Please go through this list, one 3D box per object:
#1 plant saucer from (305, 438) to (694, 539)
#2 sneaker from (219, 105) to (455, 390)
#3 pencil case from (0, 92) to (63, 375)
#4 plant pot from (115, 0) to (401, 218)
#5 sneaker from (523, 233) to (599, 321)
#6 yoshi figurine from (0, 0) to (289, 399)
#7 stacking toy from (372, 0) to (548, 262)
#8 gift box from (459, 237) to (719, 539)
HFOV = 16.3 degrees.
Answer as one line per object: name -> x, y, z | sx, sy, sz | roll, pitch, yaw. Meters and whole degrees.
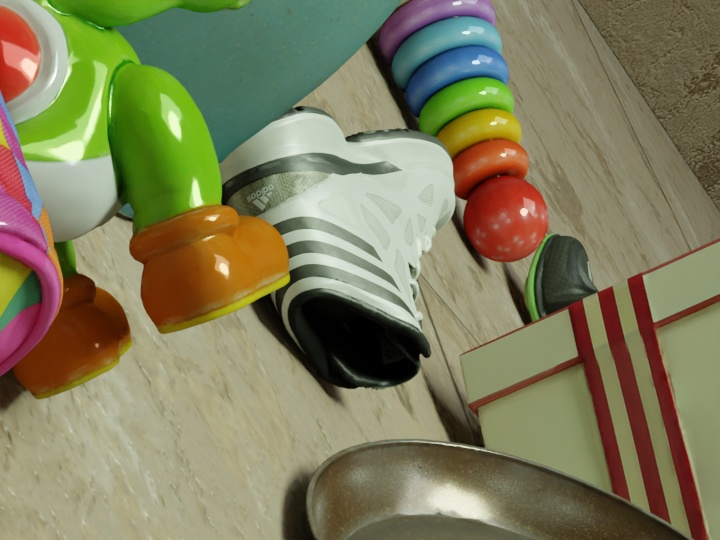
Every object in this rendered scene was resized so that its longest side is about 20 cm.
plant saucer -> 0.069, 0.127, 0.922 | 0.199, 0.032, 0.200 | 18, 20, -7
sneaker -> 0.000, 0.000, 1.101 | 0.200, 0.075, 0.116 | 7, 62, -66
pencil case -> -0.136, -0.062, 0.598 | 0.088, 0.088, 0.201 | 39, 24, -60
plant pot -> -0.052, -0.153, 0.923 | 0.201, 0.187, 0.200 | 56, 11, -17
sneaker -> 0.163, 0.053, 1.595 | 0.077, 0.083, 0.201 | 48, 17, -48
yoshi figurine -> -0.097, -0.073, 0.726 | 0.112, 0.112, 0.201 | -13, -77, 60
stacking toy -> 0.072, -0.097, 1.600 | 0.085, 0.085, 0.201 | 37, 29, -62
gift box -> 0.163, 0.111, 1.245 | 0.200, 0.183, 0.188 | 51, 23, -50
